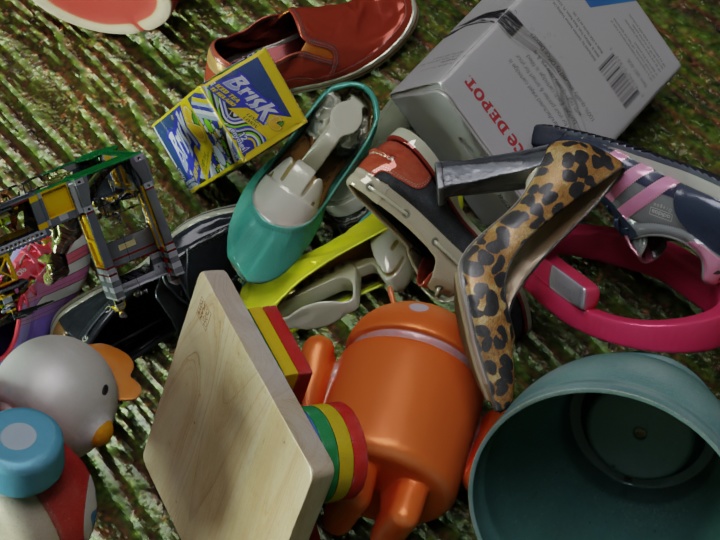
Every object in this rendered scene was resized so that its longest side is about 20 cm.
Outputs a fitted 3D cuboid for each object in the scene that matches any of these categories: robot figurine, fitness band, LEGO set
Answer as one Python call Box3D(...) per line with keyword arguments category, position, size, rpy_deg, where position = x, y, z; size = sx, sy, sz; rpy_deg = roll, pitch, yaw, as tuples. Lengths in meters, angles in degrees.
Box3D(category="robot figurine", position=(0.029, 0.106, 1.650), size=(0.143, 0.117, 0.201), rpy_deg=(0, 52, 26))
Box3D(category="fitness band", position=(0.205, 0.012, 1.689), size=(0.143, 0.038, 0.200), rpy_deg=(1, 21, -22))
Box3D(category="LEGO set", position=(-0.229, -0.012, 1.695), size=(0.199, 0.117, 0.153), rpy_deg=(-25, 13, -29))

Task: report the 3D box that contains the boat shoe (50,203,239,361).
Box3D(category="boat shoe", position=(-0.150, 0.019, 1.751), size=(0.199, 0.075, 0.062), rpy_deg=(-32, 39, -9))

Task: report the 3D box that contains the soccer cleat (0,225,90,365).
Box3D(category="soccer cleat", position=(-0.266, 0.015, 1.767), size=(0.066, 0.077, 0.201), rpy_deg=(11, 57, 13))

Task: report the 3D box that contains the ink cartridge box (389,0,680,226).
Box3D(category="ink cartridge box", position=(0.142, -0.153, 1.799), size=(0.200, 0.145, 0.084), rpy_deg=(-46, 19, -24))

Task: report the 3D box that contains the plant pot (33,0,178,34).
Box3D(category="plant pot", position=(-0.212, -0.318, 1.939), size=(0.199, 0.201, 0.178), rpy_deg=(7, 64, 10))

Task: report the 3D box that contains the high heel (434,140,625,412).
Box3D(category="high heel", position=(0.137, 0.000, 1.619), size=(0.142, 0.071, 0.201), rpy_deg=(-7, 70, -2))

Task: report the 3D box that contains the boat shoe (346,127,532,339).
Box3D(category="boat shoe", position=(0.062, -0.014, 1.703), size=(0.063, 0.200, 0.071), rpy_deg=(-44, 26, -21))

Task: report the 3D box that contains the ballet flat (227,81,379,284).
Box3D(category="ballet flat", position=(-0.044, -0.079, 1.744), size=(0.067, 0.071, 0.200), rpy_deg=(30, 56, 3))

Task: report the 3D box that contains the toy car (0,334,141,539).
Box3D(category="toy car", position=(-0.229, 0.118, 1.638), size=(0.176, 0.185, 0.200), rpy_deg=(32, 52, 24))

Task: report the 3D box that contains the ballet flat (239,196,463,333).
Box3D(category="ballet flat", position=(0.000, 0.000, 1.752), size=(0.199, 0.067, 0.067), rpy_deg=(-26, 40, -2))

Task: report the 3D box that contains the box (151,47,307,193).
Box3D(category="box", position=(-0.107, -0.117, 1.771), size=(0.064, 0.200, 0.070), rpy_deg=(-32, 94, -17))

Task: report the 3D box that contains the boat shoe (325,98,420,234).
Box3D(category="boat shoe", position=(0.043, -0.099, 1.831), size=(0.071, 0.061, 0.201), rpy_deg=(6, 47, 49))

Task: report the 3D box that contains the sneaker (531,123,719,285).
Box3D(category="sneaker", position=(0.204, -0.053, 1.687), size=(0.199, 0.070, 0.083), rpy_deg=(24, 99, 36))

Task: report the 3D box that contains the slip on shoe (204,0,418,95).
Box3D(category="slip on shoe", position=(-0.041, -0.198, 1.906), size=(0.199, 0.061, 0.074), rpy_deg=(-20, 54, -11))

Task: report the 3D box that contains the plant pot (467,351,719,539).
Box3D(category="plant pot", position=(0.189, 0.140, 1.584), size=(0.199, 0.201, 0.134), rpy_deg=(12, 30, 13))

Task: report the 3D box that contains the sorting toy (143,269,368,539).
Box3D(category="sorting toy", position=(-0.070, 0.136, 1.600), size=(0.069, 0.201, 0.199), rpy_deg=(-6, 46, -30))
